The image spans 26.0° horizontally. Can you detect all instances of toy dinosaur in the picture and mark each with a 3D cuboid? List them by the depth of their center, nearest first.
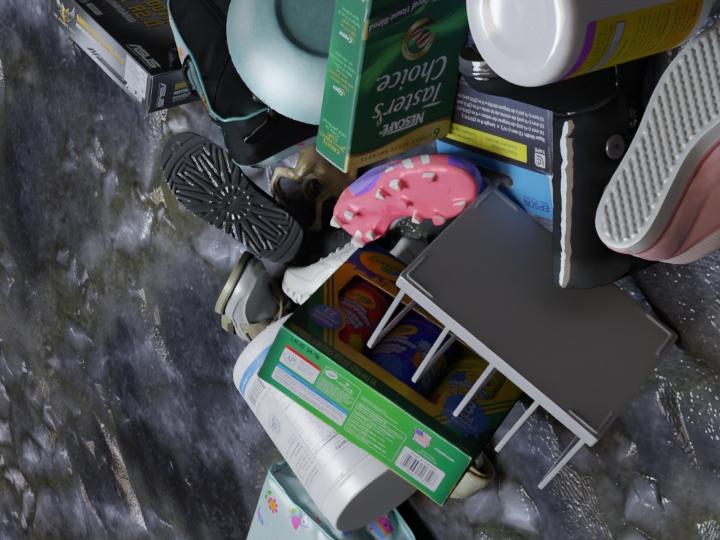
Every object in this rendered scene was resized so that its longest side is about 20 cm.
[{"bbox_3d":[-0.043,-0.110,1.573,0.200,0.058,0.101,50,125,16],"label":"toy dinosaur"}]

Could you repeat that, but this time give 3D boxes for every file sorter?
[{"bbox_3d":[0.128,0.061,1.291,0.200,0.139,0.125,39,143,9],"label":"file sorter"}]

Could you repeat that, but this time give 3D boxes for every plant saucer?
[{"bbox_3d":[-0.020,-0.225,1.358,0.201,0.201,0.039,58,175,18],"label":"plant saucer"}]

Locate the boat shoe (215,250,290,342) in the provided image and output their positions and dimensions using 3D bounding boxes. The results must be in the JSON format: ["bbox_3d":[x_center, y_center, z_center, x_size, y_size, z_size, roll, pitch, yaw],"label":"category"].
[{"bbox_3d":[-0.108,0.035,1.654,0.068,0.075,0.200,28,169,5],"label":"boat shoe"}]

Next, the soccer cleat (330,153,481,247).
[{"bbox_3d":[0.044,-0.076,1.363,0.067,0.077,0.200,40,151,-17],"label":"soccer cleat"}]

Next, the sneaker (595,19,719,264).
[{"bbox_3d":[0.262,-0.092,1.157,0.075,0.104,0.201,43,107,46],"label":"sneaker"}]

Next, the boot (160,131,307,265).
[{"bbox_3d":[-0.123,-0.068,1.553,0.165,0.066,0.200,44,-178,-2],"label":"boot"}]

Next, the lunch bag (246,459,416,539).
[{"bbox_3d":[-0.021,0.308,1.660,0.200,0.122,0.171,46,139,25],"label":"lunch bag"}]

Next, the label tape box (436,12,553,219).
[{"bbox_3d":[0.129,-0.158,1.299,0.143,0.066,0.201,24,127,47],"label":"label tape box"}]

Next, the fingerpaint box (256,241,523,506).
[{"bbox_3d":[0.039,0.084,1.381,0.200,0.167,0.073,35,130,9],"label":"fingerpaint box"}]

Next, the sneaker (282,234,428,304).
[{"bbox_3d":[0.000,0.000,1.543,0.200,0.075,0.081,2,100,44],"label":"sneaker"}]

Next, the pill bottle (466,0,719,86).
[{"bbox_3d":[0.178,-0.198,1.097,0.104,0.200,0.105,27,126,45],"label":"pill bottle"}]

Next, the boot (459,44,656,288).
[{"bbox_3d":[0.156,-0.082,1.205,0.066,0.164,0.201,-140,43,-59],"label":"boot"}]

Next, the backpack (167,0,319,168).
[{"bbox_3d":[-0.085,-0.209,1.462,0.200,0.175,0.153,61,174,21],"label":"backpack"}]

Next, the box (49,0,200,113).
[{"bbox_3d":[-0.206,-0.250,1.621,0.200,0.158,0.048,45,139,33],"label":"box"}]

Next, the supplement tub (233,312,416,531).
[{"bbox_3d":[-0.028,0.149,1.588,0.200,0.132,0.132,53,141,23],"label":"supplement tub"}]

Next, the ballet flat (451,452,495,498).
[{"bbox_3d":[0.074,0.124,1.510,0.062,0.067,0.200,-25,93,40],"label":"ballet flat"}]

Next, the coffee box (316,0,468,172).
[{"bbox_3d":[0.032,-0.185,1.257,0.044,0.123,0.200,39,135,34],"label":"coffee box"}]
